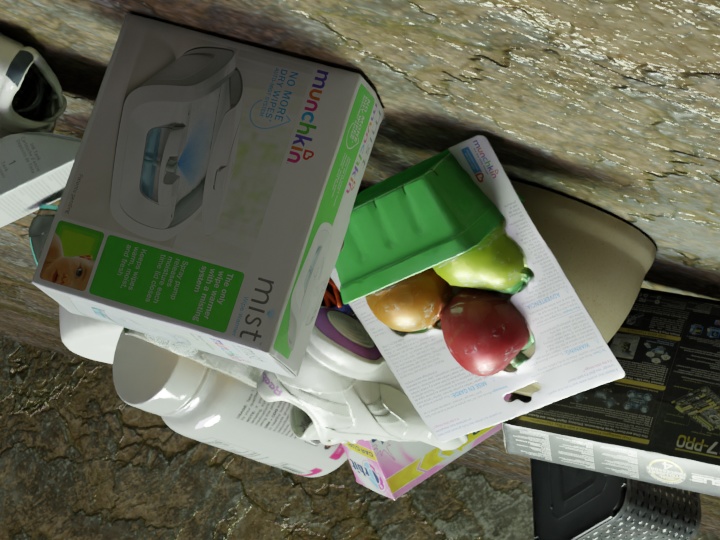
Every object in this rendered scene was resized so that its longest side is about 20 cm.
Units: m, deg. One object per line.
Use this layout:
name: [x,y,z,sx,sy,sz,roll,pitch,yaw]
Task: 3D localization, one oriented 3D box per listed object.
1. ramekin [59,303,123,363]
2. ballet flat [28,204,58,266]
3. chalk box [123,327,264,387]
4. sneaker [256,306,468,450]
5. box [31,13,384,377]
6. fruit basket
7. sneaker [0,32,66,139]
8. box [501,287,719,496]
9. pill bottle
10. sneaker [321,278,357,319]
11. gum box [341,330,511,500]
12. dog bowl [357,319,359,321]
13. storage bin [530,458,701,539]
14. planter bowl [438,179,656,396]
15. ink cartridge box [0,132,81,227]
ramekin: [-0.172,0.025,1.909,0.200,0.098,0.200,1,167,0]
ballet flat: [-0.172,-0.014,1.776,0.200,0.069,0.068,3,175,-7]
chalk box: [-0.088,-0.038,1.656,0.124,0.200,0.124,24,-158,-23]
sneaker: [0.002,0.099,1.688,0.200,0.100,0.075,32,-161,-38]
box: [-0.100,-0.049,1.476,0.176,0.200,0.097,17,170,15]
fruit basket: [0.074,0.015,1.557,0.185,0.094,0.200,-25,107,40]
sneaker: [-0.268,-0.129,1.707,0.071,0.073,0.200,27,171,13]
box: [0.230,0.089,1.724,0.200,0.161,0.049,9,141,18]
pill bottle: [-0.098,0.093,1.797,0.200,0.114,0.113,23,169,-38]
sneaker: [0.000,0.000,1.771,0.075,0.200,0.078,57,155,10]
gum box: [0.070,0.085,1.795,0.066,0.200,0.114,19,136,59]
dog bowl: [0.017,0.044,1.903,0.200,0.074,0.200,60,175,8]
storage bin: [0.236,0.173,2.042,0.094,0.200,0.135,20,141,-28]
planter bowl: [0.112,0.019,1.670,0.200,0.135,0.200,18,170,3]
ink cartridge box: [-0.235,-0.092,1.722,0.057,0.200,0.163,60,176,2]
